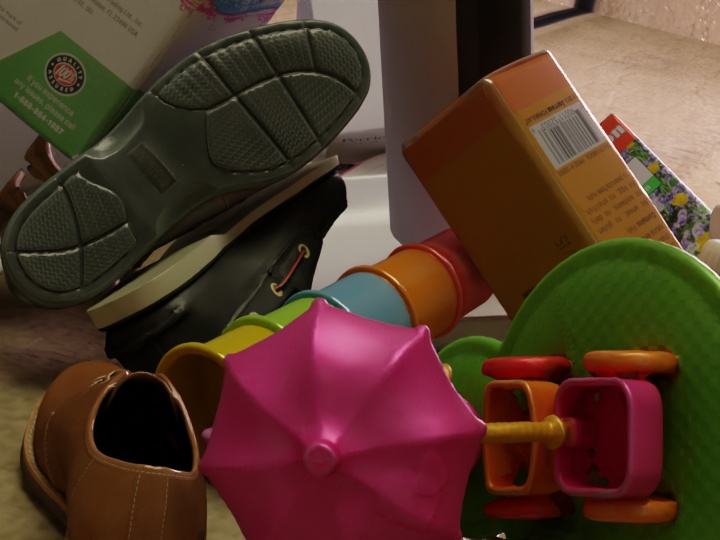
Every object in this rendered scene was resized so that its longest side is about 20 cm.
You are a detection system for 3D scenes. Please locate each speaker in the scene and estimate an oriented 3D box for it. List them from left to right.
[{"bbox_3d":[0.049,-0.109,1.017,0.080,0.202,0.081,-2,30,1],"label":"speaker"}]

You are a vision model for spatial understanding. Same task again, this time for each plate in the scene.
[{"bbox_3d":[0.000,0.000,1.064,0.198,0.033,0.200,-5,25,-5],"label":"plate"}]

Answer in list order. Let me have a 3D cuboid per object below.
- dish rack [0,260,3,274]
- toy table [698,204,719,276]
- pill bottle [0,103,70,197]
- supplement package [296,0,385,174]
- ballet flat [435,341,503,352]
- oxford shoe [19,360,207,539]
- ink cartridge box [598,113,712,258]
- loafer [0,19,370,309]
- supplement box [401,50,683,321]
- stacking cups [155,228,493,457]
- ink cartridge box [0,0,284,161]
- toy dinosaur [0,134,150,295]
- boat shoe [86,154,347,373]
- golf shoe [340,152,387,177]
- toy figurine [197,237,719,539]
[{"bbox_3d":[-0.274,-0.014,0.958,0.198,0.044,0.172,9,16,-15],"label":"dish rack"},{"bbox_3d":[0.234,0.047,1.018,0.183,0.118,0.199,-1,19,-45],"label":"toy table"},{"bbox_3d":[-0.189,-0.098,1.206,0.113,0.116,0.200,16,14,13],"label":"pill bottle"},{"bbox_3d":[0.022,-0.124,1.289,0.116,0.119,0.200,-7,-10,-4],"label":"supplement package"},{"bbox_3d":[0.105,0.043,1.084,0.067,0.047,0.199,23,22,37],"label":"ballet flat"},{"bbox_3d":[-0.087,0.065,0.763,0.071,0.072,0.200,7,14,-17],"label":"oxford shoe"},{"bbox_3d":[0.175,-0.036,1.217,0.200,0.050,0.109,52,6,39],"label":"ink cartridge box"},{"bbox_3d":[-0.086,-0.051,0.941,0.199,0.072,0.063,-35,1,-18],"label":"loafer"},{"bbox_3d":[0.107,0.001,0.940,0.069,0.066,0.201,-25,82,-50],"label":"supplement box"},{"bbox_3d":[-0.007,0.032,0.903,0.060,0.061,0.199,21,27,31],"label":"stacking cups"},{"bbox_3d":[-0.112,-0.164,0.982,0.145,0.201,0.087,38,5,19],"label":"ink cartridge box"},{"bbox_3d":[-0.133,-0.020,1.024,0.106,0.061,0.200,36,8,-7],"label":"toy dinosaur"},{"bbox_3d":[-0.057,0.002,0.960,0.073,0.063,0.201,-25,11,32],"label":"boat shoe"},{"bbox_3d":[0.053,-0.026,1.235,0.091,0.076,0.199,27,21,36],"label":"golf shoe"},{"bbox_3d":[0.017,0.059,0.731,0.183,0.152,0.199,4,-5,-39],"label":"toy figurine"}]
